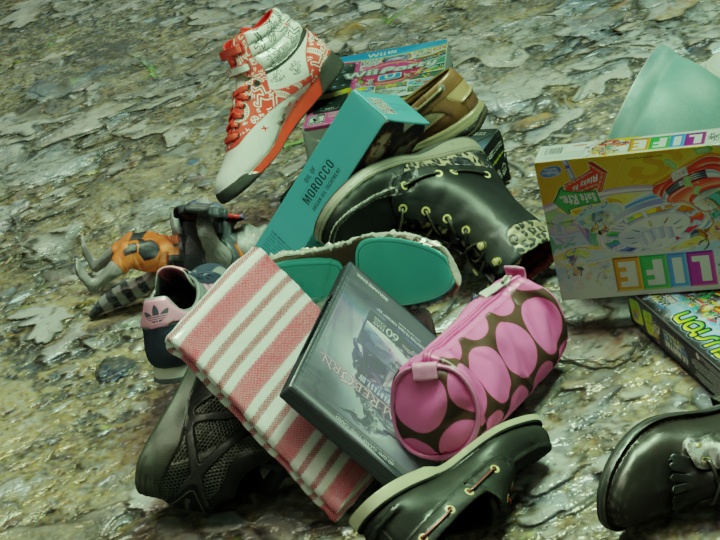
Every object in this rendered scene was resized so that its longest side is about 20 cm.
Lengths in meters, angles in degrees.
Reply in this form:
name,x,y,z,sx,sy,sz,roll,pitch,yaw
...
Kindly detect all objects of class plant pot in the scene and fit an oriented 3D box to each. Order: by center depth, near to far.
name,x,y,z,sx,sy,sz,roll,pitch,yaw
plant pot,0.293,-0.086,1.667,0.134,0.201,0.200,23,37,12

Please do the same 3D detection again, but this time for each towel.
name,x,y,z,sx,sy,sz,roll,pitch,yaw
towel,-0.055,0.089,1.480,0.030,0.200,0.146,-40,5,40

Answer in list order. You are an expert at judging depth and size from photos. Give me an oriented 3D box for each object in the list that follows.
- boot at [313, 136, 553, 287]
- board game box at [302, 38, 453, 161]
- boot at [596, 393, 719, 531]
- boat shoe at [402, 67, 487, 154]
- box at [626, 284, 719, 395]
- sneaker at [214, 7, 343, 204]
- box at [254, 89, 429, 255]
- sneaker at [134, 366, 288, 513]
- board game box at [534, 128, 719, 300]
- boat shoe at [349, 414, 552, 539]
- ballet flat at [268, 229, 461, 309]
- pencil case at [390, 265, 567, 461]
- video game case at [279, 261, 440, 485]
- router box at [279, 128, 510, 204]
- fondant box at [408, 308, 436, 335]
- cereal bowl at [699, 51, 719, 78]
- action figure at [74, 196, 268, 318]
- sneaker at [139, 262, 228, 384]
name,x,y,z,sx,sy,sz,roll,pitch,yaw
boot,0.075,-0.038,1.711,0.203,0.074,0.154,-24,57,-32
board game box,0.023,-0.172,1.948,0.147,0.064,0.200,-9,24,9
boot,0.286,0.148,1.306,0.200,0.069,0.174,-25,27,-27
boat shoe,0.025,-0.134,1.816,0.200,0.074,0.076,-28,19,10
box,0.312,0.048,1.533,0.110,0.035,0.200,-20,26,-11
sneaker,-0.114,-0.172,1.877,0.202,0.108,0.067,-53,15,-17
box,-0.021,-0.074,1.755,0.049,0.200,0.082,43,22,24
sneaker,-0.093,0.111,1.509,0.114,0.076,0.200,21,63,9
board game box,0.257,-0.047,1.558,0.199,0.135,0.034,-5,27,20
boat shoe,0.079,0.167,1.385,0.201,0.074,0.063,-24,64,-44
ballet flat,0.000,0.000,1.625,0.199,0.072,0.072,-2,28,23
pencil case,0.095,0.073,1.497,0.090,0.094,0.200,7,25,24
video game case,0.017,0.089,1.498,0.019,0.143,0.200,-44,11,29
router box,0.037,-0.085,1.907,0.199,0.062,0.150,-1,27,25
fondant box,-0.047,0.067,1.649,0.199,0.058,0.144,-19,26,-12
cereal bowl,0.404,-0.179,1.892,0.199,0.084,0.200,-12,26,6
action figure,-0.187,-0.016,1.886,0.193,0.105,0.200,-8,0,-4
sneaker,-0.148,0.022,1.630,0.070,0.082,0.200,-12,22,9
